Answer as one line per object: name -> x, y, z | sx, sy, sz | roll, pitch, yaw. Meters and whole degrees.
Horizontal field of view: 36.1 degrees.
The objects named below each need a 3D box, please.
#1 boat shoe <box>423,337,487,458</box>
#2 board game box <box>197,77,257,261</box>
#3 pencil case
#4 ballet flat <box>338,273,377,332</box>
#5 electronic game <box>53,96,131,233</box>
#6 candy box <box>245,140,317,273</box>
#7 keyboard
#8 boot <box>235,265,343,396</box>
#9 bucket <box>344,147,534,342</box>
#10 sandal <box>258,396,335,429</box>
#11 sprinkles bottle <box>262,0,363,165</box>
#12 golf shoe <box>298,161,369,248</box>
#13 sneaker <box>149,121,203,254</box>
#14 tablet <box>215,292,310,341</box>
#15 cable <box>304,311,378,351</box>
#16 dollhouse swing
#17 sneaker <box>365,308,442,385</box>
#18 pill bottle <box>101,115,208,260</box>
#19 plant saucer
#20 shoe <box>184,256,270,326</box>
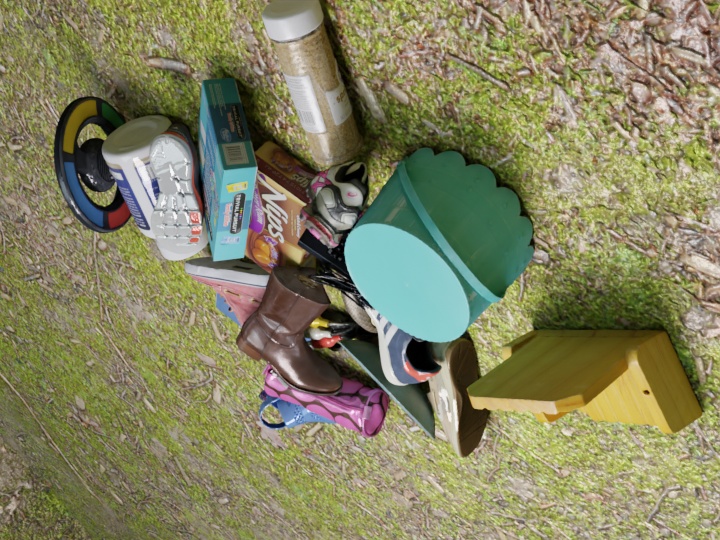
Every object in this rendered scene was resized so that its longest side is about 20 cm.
boat shoe -> 0.129, 0.173, 1.549 | 0.065, 0.072, 0.202 | 19, 135, 41
board game box -> -0.183, -0.133, 1.490 | 0.201, 0.046, 0.152 | 107, 152, -55
pencil case -> -0.057, 0.193, 1.735 | 0.198, 0.092, 0.094 | 18, 166, 21
ballet flat -> 0.000, 0.000, 1.502 | 0.046, 0.067, 0.202 | 7, 126, 47
electronic game -> -0.385, -0.156, 1.630 | 0.041, 0.201, 0.201 | -6, 126, 21
candy box -> -0.109, -0.073, 1.543 | 0.116, 0.056, 0.201 | 36, 148, 13
keyboard -> 0.013, -0.001, 1.426 | 0.199, 0.105, 0.040 | 33, 176, 3
boot -> -0.073, 0.086, 1.603 | 0.185, 0.065, 0.200 | 26, 135, -9
bucket -> 0.089, -0.026, 1.306 | 0.206, 0.135, 0.208 | 28, 145, 21
sandal -> -0.098, 0.234, 1.848 | 0.199, 0.087, 0.080 | -3, 123, 47
sprinkles bottle -> -0.054, -0.223, 1.303 | 0.068, 0.068, 0.201 | 14, 137, 38
golf shoe -> -0.018, -0.093, 1.352 | 0.073, 0.200, 0.092 | 42, 103, -13
sneaker -> -0.249, -0.117, 1.557 | 0.076, 0.082, 0.202 | 10, 127, 5
tablet -> -0.157, 0.080, 1.807 | 0.199, 0.014, 0.131 | 36, 147, 14
cable -> -0.022, 0.095, 1.641 | 0.199, 0.050, 0.098 | 5, 136, 44
dollhouse swing -> 0.255, 0.163, 1.300 | 0.199, 0.176, 0.183 | -3, 125, 48
sneaker -> 0.058, 0.054, 1.471 | 0.084, 0.075, 0.202 | -8, 107, 42
pill bottle -> -0.296, -0.118, 1.644 | 0.110, 0.111, 0.201 | 13, 136, 38
plant saucer -> 0.049, 0.161, 1.604 | 0.201, 0.039, 0.201 | 46, 175, 5
shoe -> -0.196, 0.035, 1.721 | 0.198, 0.071, 0.092 | 10, 108, 36
